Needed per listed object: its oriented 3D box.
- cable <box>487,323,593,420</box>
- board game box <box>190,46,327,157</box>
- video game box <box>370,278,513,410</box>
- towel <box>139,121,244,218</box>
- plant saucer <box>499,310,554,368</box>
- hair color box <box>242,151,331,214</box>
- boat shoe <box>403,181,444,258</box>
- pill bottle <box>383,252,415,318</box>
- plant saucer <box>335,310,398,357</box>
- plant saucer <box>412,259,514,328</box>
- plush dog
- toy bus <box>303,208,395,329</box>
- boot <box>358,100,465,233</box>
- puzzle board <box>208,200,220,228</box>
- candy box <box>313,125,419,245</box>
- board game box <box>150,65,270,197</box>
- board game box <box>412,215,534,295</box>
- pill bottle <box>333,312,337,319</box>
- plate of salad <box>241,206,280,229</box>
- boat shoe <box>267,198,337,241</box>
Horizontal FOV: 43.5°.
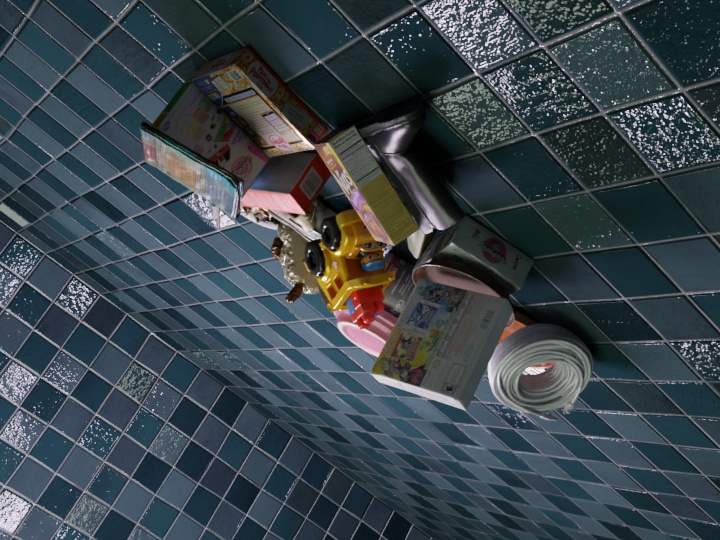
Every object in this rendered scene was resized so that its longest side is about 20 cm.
[{"bbox_3d":[0.343,0.188,1.720,0.199,0.069,0.200,16,124,-19],"label":"cable"},{"bbox_3d":[-0.173,-0.281,1.539,0.151,0.046,0.200,0,143,51],"label":"board game box"},{"bbox_3d":[0.138,0.122,1.540,0.182,0.200,0.047,15,156,34],"label":"video game box"},{"bbox_3d":[-0.291,-0.169,1.556,0.200,0.022,0.147,31,159,3],"label":"towel"},{"bbox_3d":[0.306,0.129,1.811,0.200,0.032,0.200,25,157,12],"label":"plant saucer"},{"bbox_3d":[-0.161,-0.170,1.687,0.200,0.102,0.061,12,151,41],"label":"hair color box"},{"bbox_3d":[0.098,-0.097,1.557,0.069,0.071,0.200,26,148,14],"label":"boat shoe"},{"bbox_3d":[0.111,0.061,1.805,0.200,0.116,0.116,31,158,-1],"label":"pill bottle"},{"bbox_3d":[0.029,0.128,1.840,0.200,0.051,0.201,28,162,10],"label":"plant saucer"},{"bbox_3d":[0.188,0.039,1.608,0.200,0.032,0.200,26,157,12],"label":"plant saucer"},{"bbox_3d":[-0.112,-0.009,1.918,0.200,0.161,0.172,28,-178,-8],"label":"plush dog"},{"bbox_3d":[0.000,0.000,1.660,0.200,0.135,0.192,-54,52,53],"label":"toy bus"},{"bbox_3d":[0.094,-0.152,1.375,0.200,0.066,0.165,59,162,-13],"label":"boot"},{"bbox_3d":[-0.305,-0.191,1.803,0.017,0.151,0.200,-12,161,-12],"label":"puzzle board"},{"bbox_3d":[0.007,-0.139,1.483,0.200,0.056,0.117,58,171,-13],"label":"candy box"},{"bbox_3d":[-0.255,-0.236,1.600,0.200,0.153,0.040,44,155,-28],"label":"board game box"},{"bbox_3d":[0.198,-0.007,1.622,0.147,0.064,0.200,33,159,-7],"label":"board game box"},{"bbox_3d":[0.046,0.082,1.946,0.200,0.106,0.106,14,152,36],"label":"pill bottle"},{"bbox_3d":[-0.238,-0.142,1.914,0.200,0.048,0.200,26,157,12],"label":"plate of salad"},{"bbox_3d":[-0.102,-0.107,1.777,0.200,0.075,0.068,24,158,13],"label":"boat shoe"}]
